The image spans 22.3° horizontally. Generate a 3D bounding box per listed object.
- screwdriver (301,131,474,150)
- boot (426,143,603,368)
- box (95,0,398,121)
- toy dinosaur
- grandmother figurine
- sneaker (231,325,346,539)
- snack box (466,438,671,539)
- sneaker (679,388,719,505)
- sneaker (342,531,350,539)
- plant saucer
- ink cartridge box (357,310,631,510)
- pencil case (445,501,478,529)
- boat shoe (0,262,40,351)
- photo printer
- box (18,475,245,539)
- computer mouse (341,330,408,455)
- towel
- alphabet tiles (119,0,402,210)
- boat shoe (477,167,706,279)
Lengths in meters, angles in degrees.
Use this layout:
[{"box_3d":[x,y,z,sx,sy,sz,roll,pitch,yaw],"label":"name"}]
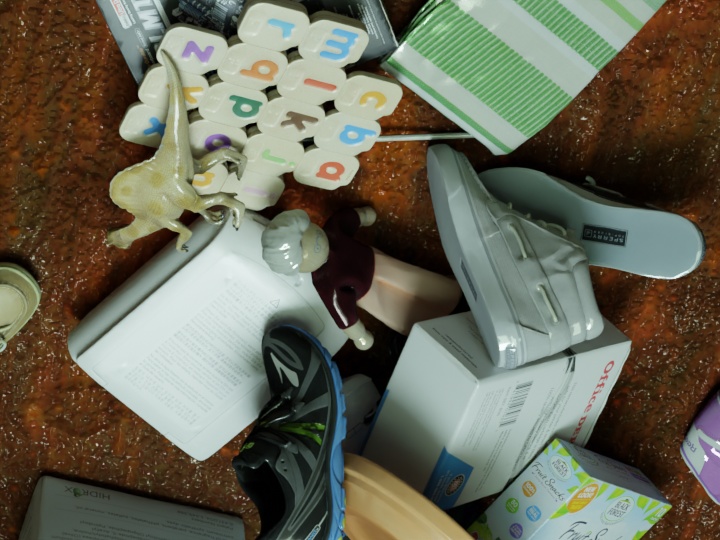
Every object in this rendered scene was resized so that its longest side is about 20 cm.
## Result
[{"box_3d":[0.017,-0.104,1.461,0.199,0.029,0.028,0,122,-5],"label":"screwdriver"},{"box_3d":[0.122,-0.020,1.445,0.095,0.201,0.074,-15,155,-10],"label":"boot"},{"box_3d":[-0.097,-0.221,1.365,0.198,0.050,0.201,-20,123,7],"label":"box"},{"box_3d":[-0.138,-0.068,1.390,0.101,0.058,0.200,9,135,-19],"label":"toy dinosaur"},{"box_3d":[0.000,0.000,1.474,0.199,0.122,0.060,23,138,-39],"label":"grandmother figurine"},{"box_3d":[-0.058,0.132,1.423,0.082,0.201,0.071,9,152,-25],"label":"sneaker"},{"box_3d":[0.177,0.225,1.599,0.142,0.053,0.200,-48,149,11],"label":"snack box"},{"box_3d":[0.382,0.180,1.655,0.200,0.073,0.115,28,119,-9],"label":"sneaker"},{"box_3d":[-0.036,0.203,1.573,0.076,0.111,0.201,-22,138,-24],"label":"sneaker"},{"box_3d":[0.047,0.224,1.451,0.037,0.200,0.200,-49,120,-16],"label":"plant saucer"},{"box_3d":[0.113,0.107,1.512,0.199,0.084,0.145,-10,132,-44],"label":"ink cartridge box"},{"box_3d":[0.091,0.265,1.664,0.085,0.092,0.201,9,136,43],"label":"pencil case"},{"box_3d":[-0.349,0.066,1.509,0.200,0.063,0.073,-29,120,12],"label":"boat shoe"},{"box_3d":[-0.117,0.046,1.516,0.200,0.070,0.166,-40,117,17],"label":"photo printer"},{"box_3d":[-0.217,0.324,1.618,0.199,0.172,0.200,14,120,-14],"label":"box"},{"box_3d":[-0.006,0.129,1.526,0.199,0.044,0.110,-26,111,-35],"label":"computer mouse"},{"box_3d":[0.129,-0.194,1.416,0.152,0.023,0.200,34,109,-26],"label":"towel"},{"box_3d":[-0.076,-0.124,1.394,0.195,0.015,0.200,12,133,-24],"label":"alphabet tiles"},{"box_3d":[0.184,-0.040,1.490,0.198,0.068,0.074,9,96,15],"label":"boat shoe"}]
